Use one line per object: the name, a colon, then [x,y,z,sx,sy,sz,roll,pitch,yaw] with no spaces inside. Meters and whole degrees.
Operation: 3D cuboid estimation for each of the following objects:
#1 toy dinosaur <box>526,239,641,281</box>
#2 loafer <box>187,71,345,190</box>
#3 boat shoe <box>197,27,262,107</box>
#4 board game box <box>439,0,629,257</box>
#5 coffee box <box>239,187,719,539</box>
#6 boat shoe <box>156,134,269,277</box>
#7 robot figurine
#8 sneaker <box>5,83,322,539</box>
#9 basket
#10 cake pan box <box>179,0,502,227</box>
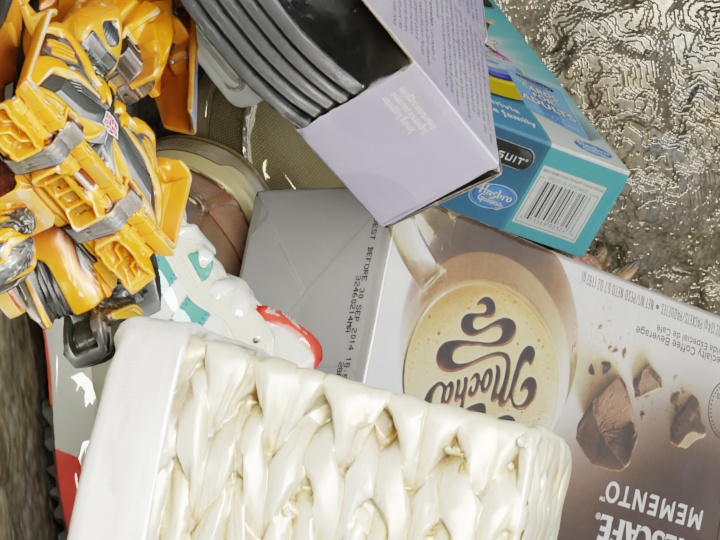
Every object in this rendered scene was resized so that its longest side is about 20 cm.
toy dinosaur: [0.057,0.008,1.235,0.086,0.135,0.200,41,13,-39]
loafer: [0.000,0.000,1.061,0.076,0.067,0.200,-51,121,-46]
boat shoe: [-0.090,-0.133,0.933,0.202,0.086,0.075,46,29,-25]
board game box: [0.014,-0.094,1.202,0.047,0.151,0.200,-60,-149,20]
coffee box: [0.047,0.050,0.999,0.200,0.080,0.113,21,76,-41]
boat shoe: [-0.057,0.049,1.033,0.068,0.072,0.201,-51,135,-45]
robot figurine: [-0.091,-0.070,0.782,0.145,0.058,0.200,50,24,-37]
sneaker: [-0.061,0.008,0.895,0.070,0.093,0.201,-39,121,-82]
basket: [-0.018,0.125,0.768,0.136,0.123,0.201,38,64,-80]
cake pan box: [-0.025,-0.135,0.871,0.184,0.052,0.200,46,25,-35]
